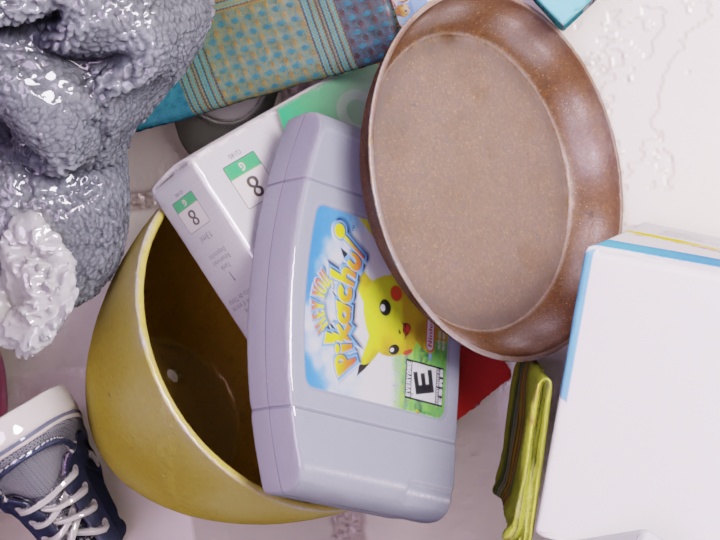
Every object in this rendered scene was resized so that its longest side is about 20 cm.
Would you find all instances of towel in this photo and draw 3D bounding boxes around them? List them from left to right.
[{"bbox_3d":[-0.087,-0.161,1.188,0.198,0.022,0.148,-14,106,16],"label":"towel"},{"bbox_3d":[0.085,0.092,1.153,0.018,0.200,0.087,7,91,2],"label":"towel"}]

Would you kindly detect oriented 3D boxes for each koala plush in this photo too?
[{"bbox_3d":[-0.168,-0.066,1.140,0.182,0.177,0.202,1,106,1],"label":"koala plush"}]

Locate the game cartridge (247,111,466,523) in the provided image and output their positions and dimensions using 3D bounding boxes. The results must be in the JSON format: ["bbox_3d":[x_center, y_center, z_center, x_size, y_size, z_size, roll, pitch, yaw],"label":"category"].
[{"bbox_3d":[-0.001,0.024,1.136,0.040,0.133,0.202,-12,70,47],"label":"game cartridge"}]

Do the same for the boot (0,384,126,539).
[{"bbox_3d":[-0.172,0.124,1.236,0.072,0.200,0.091,-31,85,-2],"label":"boot"}]

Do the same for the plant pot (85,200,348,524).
[{"bbox_3d":[-0.077,0.061,1.219,0.142,0.199,0.201,-33,84,45],"label":"plant pot"}]

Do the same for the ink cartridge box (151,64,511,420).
[{"bbox_3d":[0.000,0.000,1.184,0.050,0.161,0.201,-35,89,46],"label":"ink cartridge box"}]

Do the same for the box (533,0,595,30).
[{"bbox_3d":[0.073,-0.234,1.195,0.082,0.049,0.200,-43,88,6],"label":"box"}]

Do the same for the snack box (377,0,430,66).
[{"bbox_3d":[0.003,-0.210,1.246,0.071,0.024,0.202,-8,92,18],"label":"snack box"}]

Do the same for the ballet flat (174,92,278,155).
[{"bbox_3d":[-0.068,-0.147,1.233,0.067,0.064,0.201,22,111,4],"label":"ballet flat"}]

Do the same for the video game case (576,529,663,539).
[{"bbox_3d":[0.137,0.192,1.109,0.199,0.182,0.022,-20,44,51],"label":"video game case"}]

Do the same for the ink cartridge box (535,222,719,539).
[{"bbox_3d":[0.187,0.064,1.122,0.145,0.200,0.148,11,97,13],"label":"ink cartridge box"}]

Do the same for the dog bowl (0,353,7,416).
[{"bbox_3d":[-0.260,0.118,1.265,0.073,0.200,0.202,6,96,2],"label":"dog bowl"}]

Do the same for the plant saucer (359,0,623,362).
[{"bbox_3d":[0.066,-0.050,1.168,0.034,0.199,0.202,-9,92,46],"label":"plant saucer"}]
